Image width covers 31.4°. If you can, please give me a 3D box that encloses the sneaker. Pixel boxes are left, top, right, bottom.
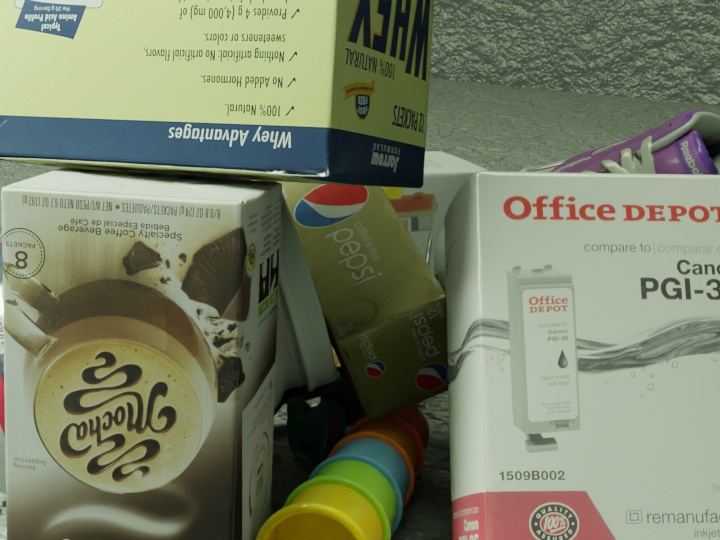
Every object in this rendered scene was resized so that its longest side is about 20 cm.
[{"bbox_3d":[0.137,-0.044,0.728,0.200,0.073,0.114,-28,0,-33],"label":"sneaker"}]

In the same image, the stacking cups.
[{"bbox_3d":[-0.004,0.115,0.687,0.060,0.061,0.200,5,13,10],"label":"stacking cups"}]

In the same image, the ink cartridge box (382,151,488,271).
[{"bbox_3d":[-0.006,-0.014,0.999,0.199,0.146,0.083,-4,17,-24],"label":"ink cartridge box"}]

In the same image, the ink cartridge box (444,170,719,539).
[{"bbox_3d":[0.119,0.056,0.631,0.146,0.201,0.083,0,-13,-6],"label":"ink cartridge box"}]

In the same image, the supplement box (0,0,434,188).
[{"bbox_3d":[-0.074,-0.148,0.649,0.199,0.201,0.134,5,3,21],"label":"supplement box"}]

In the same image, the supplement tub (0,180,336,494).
[{"bbox_3d":[-0.126,0.034,0.725,0.199,0.141,0.140,-18,18,-7],"label":"supplement tub"}]

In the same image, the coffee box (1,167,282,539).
[{"bbox_3d":[-0.101,0.058,0.605,0.113,0.201,0.080,4,12,8],"label":"coffee box"}]

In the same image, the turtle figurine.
[{"bbox_3d":[0.001,0.050,0.852,0.149,0.101,0.200,-8,21,44],"label":"turtle figurine"}]

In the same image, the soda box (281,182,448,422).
[{"bbox_3d":[0.000,0.000,0.779,0.068,0.064,0.200,-23,34,-3],"label":"soda box"}]
